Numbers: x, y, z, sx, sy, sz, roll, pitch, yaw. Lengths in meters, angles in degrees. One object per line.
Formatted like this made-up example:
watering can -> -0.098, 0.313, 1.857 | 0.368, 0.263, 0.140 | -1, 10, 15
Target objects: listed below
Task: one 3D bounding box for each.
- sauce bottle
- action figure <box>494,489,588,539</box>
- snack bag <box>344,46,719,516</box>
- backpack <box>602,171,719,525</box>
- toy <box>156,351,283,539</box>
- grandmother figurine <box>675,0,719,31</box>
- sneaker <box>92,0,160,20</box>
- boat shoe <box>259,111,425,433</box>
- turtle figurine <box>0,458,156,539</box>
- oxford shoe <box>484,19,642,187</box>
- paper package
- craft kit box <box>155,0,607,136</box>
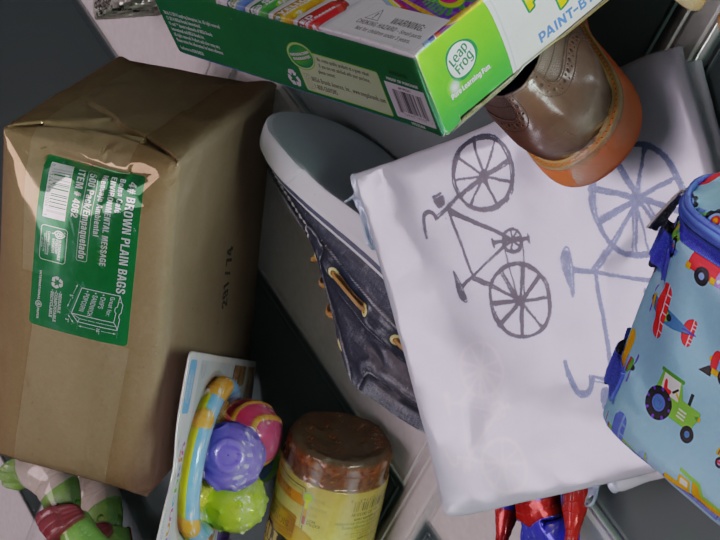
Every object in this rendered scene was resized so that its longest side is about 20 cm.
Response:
sauce bottle -> -0.029, 0.180, 1.087 | 0.066, 0.066, 0.201 | 37, 124, 43
action figure -> 0.095, 0.140, 0.931 | 0.065, 0.052, 0.201 | -18, 81, 57
snack bag -> 0.095, 0.016, 0.877 | 0.200, 0.021, 0.189 | -20, 83, 35
backpack -> 0.201, 0.003, 0.684 | 0.183, 0.134, 0.200 | 44, 127, 36
toy -> -0.070, 0.108, 1.059 | 0.200, 0.047, 0.116 | 43, -124, -84
grandmother figurine -> 0.197, -0.165, 0.696 | 0.200, 0.121, 0.061 | -40, 28, 39
sneaker -> -0.109, -0.213, 1.101 | 0.200, 0.069, 0.100 | -9, 88, 53
boat shoe -> 0.000, 0.000, 0.999 | 0.200, 0.071, 0.091 | 46, 127, 35
turtle figurine -> -0.191, 0.229, 1.251 | 0.200, 0.144, 0.194 | -55, 51, 39
oxford shoe -> 0.062, -0.122, 0.858 | 0.071, 0.073, 0.200 | -46, 40, 12
paper package -> -0.127, -0.003, 1.065 | 0.103, 0.191, 0.201 | 11, 111, 10
craft kit box -> 0.037, -0.150, 0.822 | 0.200, 0.197, 0.049 | 22, 143, 48
